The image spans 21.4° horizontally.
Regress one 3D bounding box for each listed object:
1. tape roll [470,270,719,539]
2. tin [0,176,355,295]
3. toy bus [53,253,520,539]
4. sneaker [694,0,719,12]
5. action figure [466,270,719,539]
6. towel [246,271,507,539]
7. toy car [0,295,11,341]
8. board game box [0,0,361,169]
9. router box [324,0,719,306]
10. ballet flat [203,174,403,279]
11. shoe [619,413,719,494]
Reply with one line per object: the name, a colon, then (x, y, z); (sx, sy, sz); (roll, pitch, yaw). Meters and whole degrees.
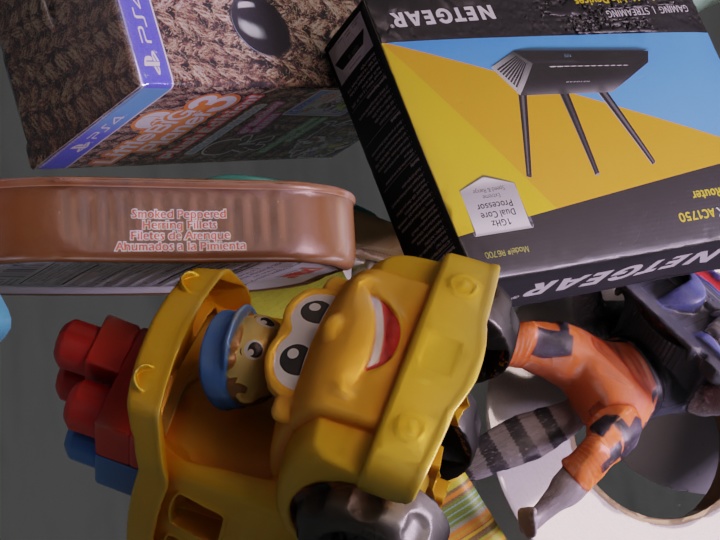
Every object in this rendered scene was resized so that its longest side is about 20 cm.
tape roll: (0.156, 0.086, 1.034); (0.202, 0.037, 0.204); (4, 72, -14)
tin: (-0.097, -0.013, 0.842); (0.199, 0.112, 0.042); (0, 85, -24)
toy bus: (-0.044, 0.063, 0.813); (0.191, 0.200, 0.136); (22, 55, 4)
sneaker: (0.228, -0.266, 1.256); (0.118, 0.074, 0.201); (-20, 126, -46)
action figure: (0.118, 0.035, 0.988); (0.193, 0.105, 0.200); (-20, 55, -27)
towel: (-0.005, 0.088, 0.924); (0.086, 0.018, 0.200); (-31, 92, -3)
toy car: (-0.223, -0.040, 0.668); (0.177, 0.200, 0.185); (-27, 85, -20)
board game box: (-0.078, -0.144, 0.951); (0.200, 0.097, 0.160); (-6, 74, -44)
router box: (0.098, -0.064, 0.927); (0.199, 0.051, 0.150); (-10, 70, -32)
ballet flat: (0.000, 0.000, 0.974); (0.200, 0.069, 0.063); (13, 72, -37)
shoe: (0.222, 0.086, 1.135); (0.199, 0.072, 0.091); (12, 19, -14)
